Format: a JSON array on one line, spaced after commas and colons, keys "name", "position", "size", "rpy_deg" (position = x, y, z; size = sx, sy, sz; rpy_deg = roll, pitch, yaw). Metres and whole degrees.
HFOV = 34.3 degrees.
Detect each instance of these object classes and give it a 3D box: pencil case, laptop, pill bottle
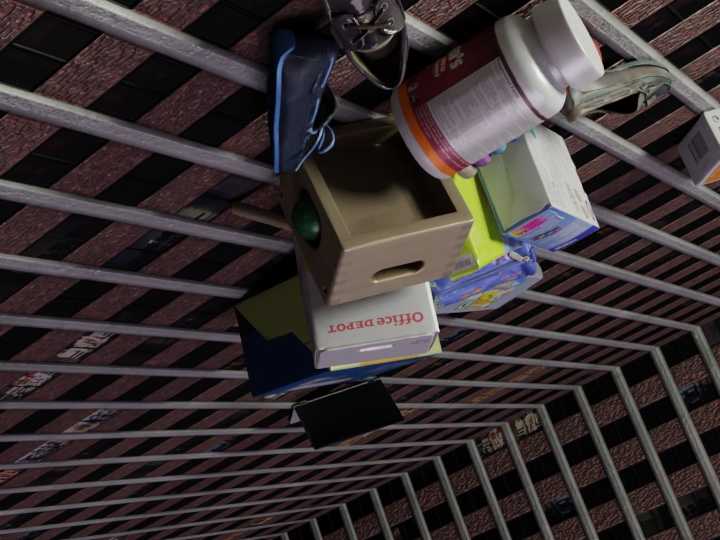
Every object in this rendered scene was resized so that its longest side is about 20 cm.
[{"name": "pencil case", "position": [0.175, -0.001, 1.765], "size": [0.197, 0.079, 0.087], "rpy_deg": [-20, -169, -5]}, {"name": "laptop", "position": [-0.032, 0.296, 2.295], "size": [0.184, 0.118, 0.201], "rpy_deg": [-16, 161, -14]}, {"name": "pill bottle", "position": [0.137, -0.185, 1.172], "size": [0.198, 0.111, 0.109], "rpy_deg": [-30, 159, 23]}]

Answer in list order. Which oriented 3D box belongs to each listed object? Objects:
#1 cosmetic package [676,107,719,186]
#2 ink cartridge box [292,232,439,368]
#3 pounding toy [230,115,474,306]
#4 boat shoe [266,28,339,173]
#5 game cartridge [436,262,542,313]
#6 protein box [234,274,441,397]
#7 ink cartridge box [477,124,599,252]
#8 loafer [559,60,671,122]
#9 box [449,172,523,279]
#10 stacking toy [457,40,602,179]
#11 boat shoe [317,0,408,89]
[{"name": "cosmetic package", "position": [0.569, -0.196, 1.676], "size": [0.197, 0.072, 0.102], "rpy_deg": [-17, 161, -15]}, {"name": "ink cartridge box", "position": [0.000, 0.000, 1.361], "size": [0.145, 0.204, 0.086], "rpy_deg": [-7, 162, -6]}, {"name": "pounding toy", "position": [-0.016, -0.062, 1.272], "size": [0.197, 0.186, 0.143], "rpy_deg": [-13, 148, -22]}, {"name": "boat shoe", "position": [-0.052, -0.149, 1.103], "size": [0.067, 0.086, 0.200], "rpy_deg": [-5, 161, -9]}, {"name": "game cartridge", "position": [0.212, 0.025, 1.951], "size": [0.198, 0.041, 0.133], "rpy_deg": [-3, 150, -43]}, {"name": "protein box", "position": [-0.033, 0.081, 1.619], "size": [0.198, 0.137, 0.197], "rpy_deg": [-6, 168, -39]}, {"name": "ink cartridge box", "position": [0.221, -0.105, 1.441], "size": [0.076, 0.139, 0.199], "rpy_deg": [-28, 160, 26]}, {"name": "loafer", "position": [0.297, -0.203, 1.372], "size": [0.197, 0.064, 0.072], "rpy_deg": [-8, 158, -35]}, {"name": "box", "position": [0.140, -0.070, 1.410], "size": [0.047, 0.124, 0.199], "rpy_deg": [-19, -178, 26]}, {"name": "stacking toy", "position": [0.175, -0.185, 1.272], "size": [0.198, 0.086, 0.085], "rpy_deg": [-31, 159, 17]}, {"name": "boat shoe", "position": [0.007, -0.220, 1.007], "size": [0.071, 0.066, 0.200], "rpy_deg": [-21, 161, 5]}]
